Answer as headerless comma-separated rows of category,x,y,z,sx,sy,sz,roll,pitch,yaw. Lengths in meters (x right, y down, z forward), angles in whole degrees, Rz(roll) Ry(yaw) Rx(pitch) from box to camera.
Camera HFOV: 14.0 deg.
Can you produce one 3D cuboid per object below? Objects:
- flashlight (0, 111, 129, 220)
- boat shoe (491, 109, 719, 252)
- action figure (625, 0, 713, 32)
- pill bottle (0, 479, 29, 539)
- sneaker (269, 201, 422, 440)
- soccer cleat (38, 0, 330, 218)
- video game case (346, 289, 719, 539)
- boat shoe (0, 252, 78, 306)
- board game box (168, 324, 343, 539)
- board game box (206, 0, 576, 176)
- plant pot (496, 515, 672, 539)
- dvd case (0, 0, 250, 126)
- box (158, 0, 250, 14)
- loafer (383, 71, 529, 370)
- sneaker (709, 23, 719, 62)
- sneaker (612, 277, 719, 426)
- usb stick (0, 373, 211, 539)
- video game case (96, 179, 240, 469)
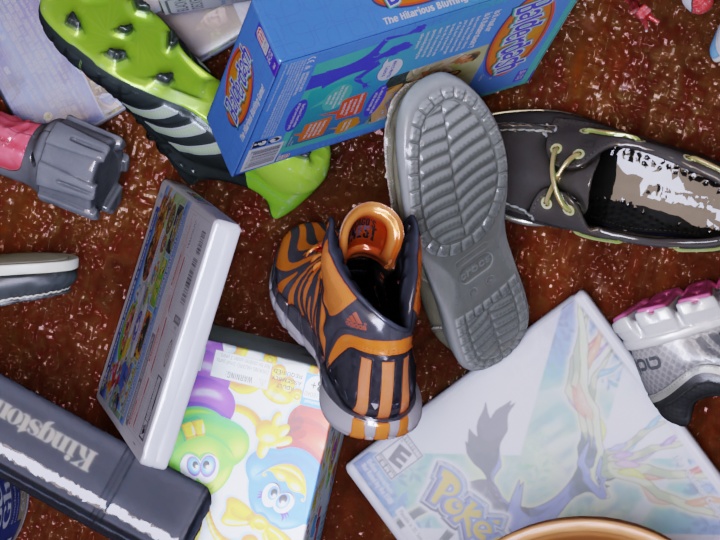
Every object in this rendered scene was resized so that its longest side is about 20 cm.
flashlight,-0.238,-0.093,1.768,0.199,0.068,0.068,21,110,14
boat shoe,0.141,-0.054,1.744,0.200,0.061,0.072,11,94,6
action figure,0.144,-0.218,1.705,0.065,0.099,0.200,-40,108,11
pill bottle,-0.268,0.141,1.727,0.111,0.200,0.111,0,93,6
sneaker,0.000,0.000,1.680,0.077,0.200,0.112,-4,121,-17
soccer cleat,-0.112,-0.098,1.757,0.200,0.068,0.081,32,137,-3
video game case,0.121,0.145,1.775,0.182,0.022,0.200,-37,88,6
boat shoe,-0.263,0.031,1.786,0.199,0.075,0.066,-9,94,7
board game box,-0.075,0.142,1.754,0.103,0.105,0.201,13,93,6
board game box,0.021,-0.130,1.671,0.199,0.152,0.045,-18,73,-20
plant pot,0.131,0.233,1.698,0.199,0.140,0.201,0,94,6
dvd case,-0.148,-0.179,1.792,0.200,0.018,0.143,-30,89,7
box,-0.032,-0.226,1.742,0.199,0.060,0.117,-9,88,-1
loafer,0.044,-0.031,1.714,0.075,0.070,0.200,-29,129,-24
sneaker,0.292,-0.091,1.731,0.200,0.072,0.072,43,130,-3
sneaker,0.253,0.042,1.733,0.199,0.074,0.088,-13,98,4
usb stick,-0.179,0.103,1.681,0.200,0.033,0.056,29,70,-2
video game case,-0.114,0.027,1.709,0.018,0.200,0.144,16,95,-14
